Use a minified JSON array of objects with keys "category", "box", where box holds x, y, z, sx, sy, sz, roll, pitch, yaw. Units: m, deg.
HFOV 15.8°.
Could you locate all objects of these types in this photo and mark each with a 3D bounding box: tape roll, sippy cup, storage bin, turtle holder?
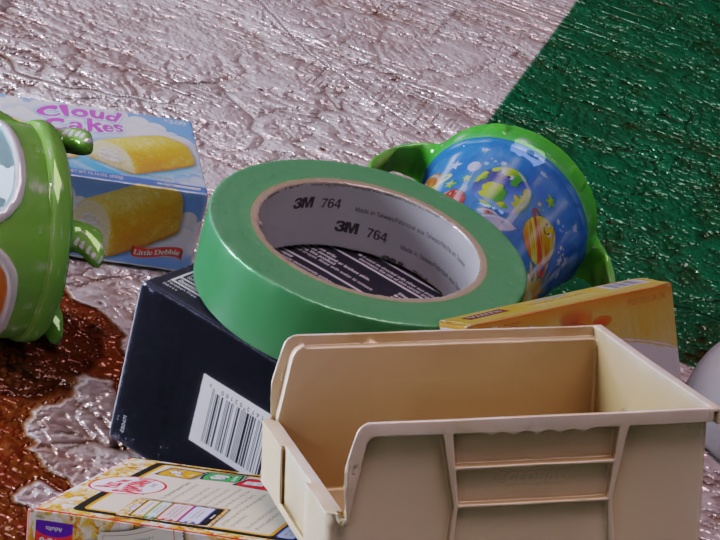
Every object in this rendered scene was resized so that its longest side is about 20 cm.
[{"category":"tape roll","box":[0.000,0.000,1.577,0.200,0.048,0.201,12,28,-6]},{"category":"sippy cup","box":[0.085,-0.015,1.839,0.177,0.140,0.130,1,31,27]},{"category":"storage bin","box":[0.060,0.096,1.364,0.198,0.094,0.200,-1,12,-12]},{"category":"turtle holder","box":[-0.247,-0.046,1.669,0.131,0.141,0.186,5,73,-23]}]

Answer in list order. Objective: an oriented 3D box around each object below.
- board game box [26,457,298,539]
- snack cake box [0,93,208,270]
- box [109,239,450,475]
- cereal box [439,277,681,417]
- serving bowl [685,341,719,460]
[{"category":"board game box","box":[-0.065,0.150,1.436,0.199,0.046,0.151,7,9,16]},{"category":"snack cake box","box":[-0.215,-0.067,1.830,0.199,0.067,0.115,7,30,-15]},{"category":"box","box":[-0.012,0.074,1.615,0.200,0.124,0.198,31,32,26]},{"category":"cereal box","box":[0.126,0.115,1.520,0.143,0.201,0.039,-12,9,-27]},{"category":"serving bowl","box":[0.331,0.093,1.823,0.199,0.066,0.200,13,28,-7]}]
